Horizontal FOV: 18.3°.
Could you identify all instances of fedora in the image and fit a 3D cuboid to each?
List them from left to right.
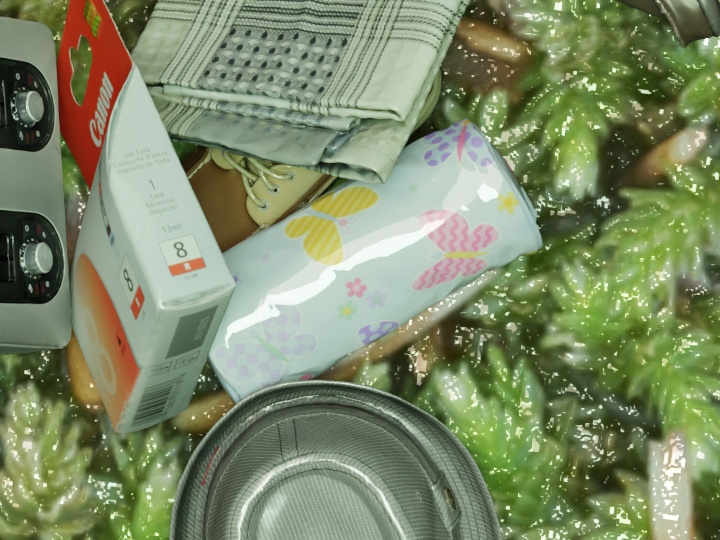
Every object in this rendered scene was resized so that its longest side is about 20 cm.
[{"bbox_3d":[-0.012,0.158,1.154,0.176,0.090,0.201,-12,101,1],"label":"fedora"}]

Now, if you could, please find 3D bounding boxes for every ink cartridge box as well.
[{"bbox_3d":[-0.135,-0.036,1.168,0.050,0.162,0.201,-21,71,-23],"label":"ink cartridge box"}]

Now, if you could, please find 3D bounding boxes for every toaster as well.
[{"bbox_3d":[-0.263,-0.041,1.203,0.199,0.119,0.182,-6,84,26],"label":"toaster"}]

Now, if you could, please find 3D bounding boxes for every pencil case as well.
[{"bbox_3d":[0.000,0.000,1.205,0.199,0.091,0.083,-31,42,1],"label":"pencil case"}]

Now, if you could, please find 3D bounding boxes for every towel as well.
[{"bbox_3d":[-0.031,-0.146,1.203,0.192,0.035,0.201,12,67,29],"label":"towel"}]

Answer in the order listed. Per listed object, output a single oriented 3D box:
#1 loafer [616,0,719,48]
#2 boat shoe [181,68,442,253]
[{"bbox_3d":[0.117,-0.184,1.233,0.071,0.073,0.200,-47,71,3],"label":"loafer"},{"bbox_3d":[-0.044,-0.067,1.226,0.200,0.074,0.076,-41,80,-1],"label":"boat shoe"}]
